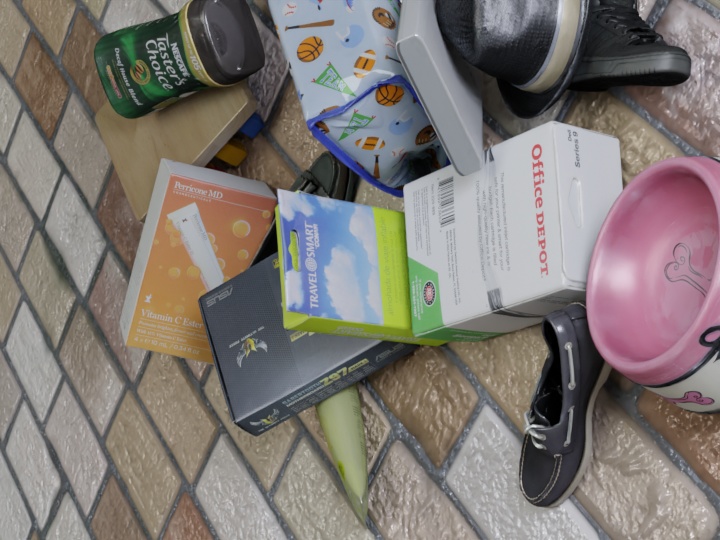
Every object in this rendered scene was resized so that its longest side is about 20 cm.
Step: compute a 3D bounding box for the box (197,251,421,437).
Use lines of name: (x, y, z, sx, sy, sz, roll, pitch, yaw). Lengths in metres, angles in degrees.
box: (-0.054, 0.051, 1.533, 0.200, 0.051, 0.158, -29, 56, 15)

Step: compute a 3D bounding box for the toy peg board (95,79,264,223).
toy peg board: (-0.196, -0.174, 1.830, 0.199, 0.098, 0.200, -45, 48, 19)

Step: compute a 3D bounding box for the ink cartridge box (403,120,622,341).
ink cartridge box: (0.133, -0.028, 1.333, 0.200, 0.084, 0.146, -20, 68, 50)

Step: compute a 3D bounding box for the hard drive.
hard drive: (0.072, -0.182, 1.349, 0.026, 0.132, 0.200, -21, 25, 16)

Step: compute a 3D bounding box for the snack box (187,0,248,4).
snack box: (-0.174, -0.356, 1.729, 0.072, 0.024, 0.200, -4, 104, 38)

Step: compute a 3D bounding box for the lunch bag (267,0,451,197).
lunch bag: (0.019, -0.177, 1.443, 0.124, 0.200, 0.170, -24, 59, 15)

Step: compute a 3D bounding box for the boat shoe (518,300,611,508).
boat shoe: (0.155, 0.113, 1.273, 0.073, 0.063, 0.200, 46, 132, 46)

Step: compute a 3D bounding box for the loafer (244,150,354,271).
loafer: (-0.070, -0.039, 1.632, 0.072, 0.063, 0.200, 51, 123, 46)

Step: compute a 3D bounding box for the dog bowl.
dog bowl: (0.245, 0.003, 1.149, 0.200, 0.074, 0.200, -42, 41, 51)

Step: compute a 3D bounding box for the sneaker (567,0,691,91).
sneaker: (0.207, -0.205, 1.284, 0.200, 0.060, 0.104, 6, 89, 64)

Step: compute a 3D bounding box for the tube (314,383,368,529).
tube: (-0.019, 0.153, 1.532, 0.052, 0.058, 0.200, -35, 57, 33)

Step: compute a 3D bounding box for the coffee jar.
coffee jar: (-0.201, -0.242, 1.721, 0.200, 0.085, 0.104, -14, 100, 39)

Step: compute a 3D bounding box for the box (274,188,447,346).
box: (0.000, 0.000, 1.411, 0.048, 0.200, 0.122, -29, 60, 48)

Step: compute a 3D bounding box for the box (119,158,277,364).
box: (-0.182, -0.009, 1.709, 0.097, 0.124, 0.200, -132, 56, -71)

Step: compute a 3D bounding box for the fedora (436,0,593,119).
fedora: (0.120, -0.231, 1.309, 0.201, 0.091, 0.201, -175, 90, -70)
